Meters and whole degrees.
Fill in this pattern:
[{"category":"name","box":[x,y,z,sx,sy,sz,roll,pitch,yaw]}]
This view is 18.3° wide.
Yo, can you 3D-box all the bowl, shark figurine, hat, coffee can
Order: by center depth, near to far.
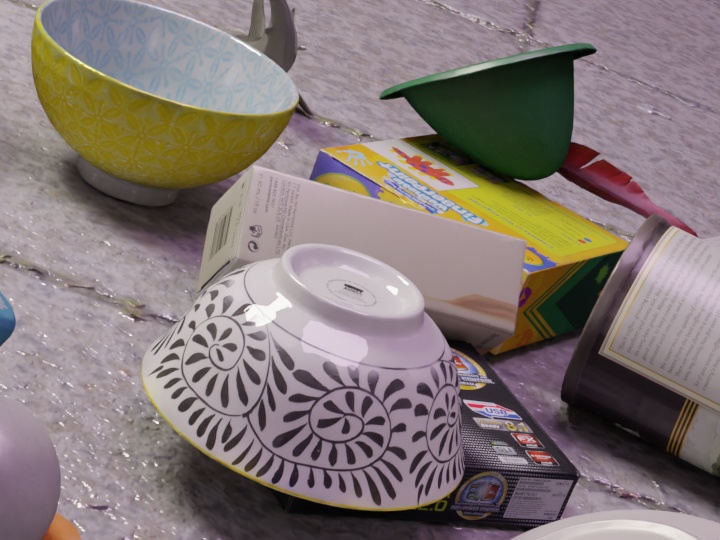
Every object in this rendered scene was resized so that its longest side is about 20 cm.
[{"category":"bowl","box":[-0.019,0.045,1.301,0.200,0.094,0.201,17,22,-7]},{"category":"coffee can","box":[0.259,0.069,1.541,0.200,0.147,0.146,27,23,13]},{"category":"bowl","box":[-0.156,-0.112,1.635,0.200,0.108,0.200,19,23,-8]},{"category":"hat","box":[0.127,-0.075,1.736,0.200,0.176,0.166,-11,2,35]},{"category":"shark figurine","box":[-0.094,-0.182,1.867,0.089,0.214,0.128,-33,83,-19]}]

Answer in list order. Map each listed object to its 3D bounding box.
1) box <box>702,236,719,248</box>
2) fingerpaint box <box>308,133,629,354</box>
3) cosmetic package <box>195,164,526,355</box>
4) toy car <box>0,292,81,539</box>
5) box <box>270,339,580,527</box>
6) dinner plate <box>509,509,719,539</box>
[{"category":"box","box":[0.275,0.002,1.854,0.041,0.039,0.200,32,24,29]},{"category":"fingerpaint box","box":[0.078,-0.023,1.688,0.200,0.073,0.167,31,23,26]},{"category":"cosmetic package","box":[0.000,0.000,1.508,0.200,0.071,0.105,15,-20,-15]},{"category":"toy car","box":[-0.219,0.083,1.112,0.200,0.184,0.177,42,5,-39]},{"category":"box","box":[0.015,0.094,1.398,0.200,0.044,0.160,8,27,-30]},{"category":"dinner plate","box":[0.131,0.181,1.201,0.200,0.024,0.200,-11,27,6]}]
